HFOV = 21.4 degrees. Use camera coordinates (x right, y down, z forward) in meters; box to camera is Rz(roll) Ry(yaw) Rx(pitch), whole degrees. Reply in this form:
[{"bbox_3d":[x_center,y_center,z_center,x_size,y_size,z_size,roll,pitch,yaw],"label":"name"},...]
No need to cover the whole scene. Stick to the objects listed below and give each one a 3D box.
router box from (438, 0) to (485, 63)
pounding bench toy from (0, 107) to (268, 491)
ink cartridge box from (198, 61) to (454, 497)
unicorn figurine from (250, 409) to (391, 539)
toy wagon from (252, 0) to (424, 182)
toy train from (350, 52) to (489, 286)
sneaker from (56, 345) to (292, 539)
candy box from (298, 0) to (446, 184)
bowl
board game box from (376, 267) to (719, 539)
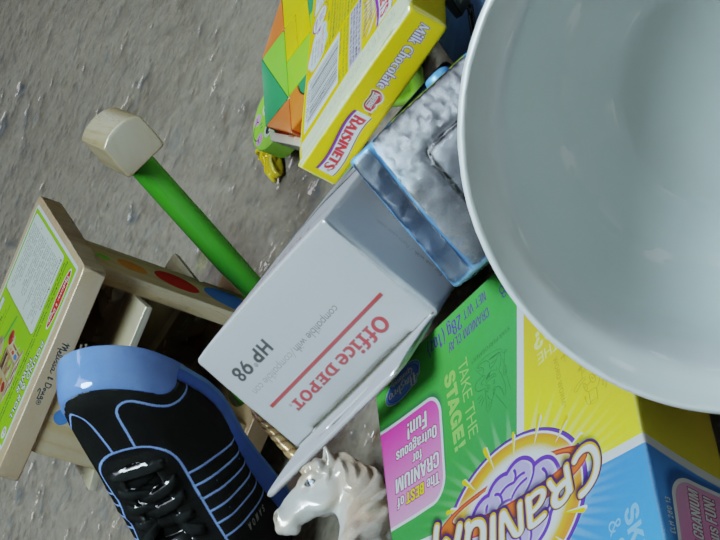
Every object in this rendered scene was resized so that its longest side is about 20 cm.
[{"bbox_3d":[0.107,-0.177,0.897,0.201,0.062,0.150,-60,30,21],"label":"router box"},{"bbox_3d":[-0.109,0.023,1.073,0.201,0.155,0.124,-66,26,10],"label":"pounding bench toy"},{"bbox_3d":[0.000,0.000,0.882,0.116,0.067,0.200,-47,5,39],"label":"ink cartridge box"},{"bbox_3d":[-0.010,0.159,0.900,0.200,0.074,0.138,11,75,61],"label":"unicorn figurine"},{"bbox_3d":[-0.019,-0.128,1.129,0.200,0.039,0.156,-47,35,39],"label":"toy wagon"},{"bbox_3d":[0.090,-0.079,0.774,0.200,0.087,0.114,-41,-1,15],"label":"toy train"},{"bbox_3d":[-0.089,0.114,0.959,0.070,0.200,0.078,-17,51,21],"label":"sneaker"},{"bbox_3d":[0.007,-0.137,0.949,0.102,0.026,0.201,-51,20,31],"label":"candy box"},{"bbox_3d":[0.135,-0.058,0.668,0.202,0.200,0.090,-62,1,17],"label":"bowl"},{"bbox_3d":[0.072,0.090,0.730,0.153,0.040,0.201,-46,36,37],"label":"board game box"}]
